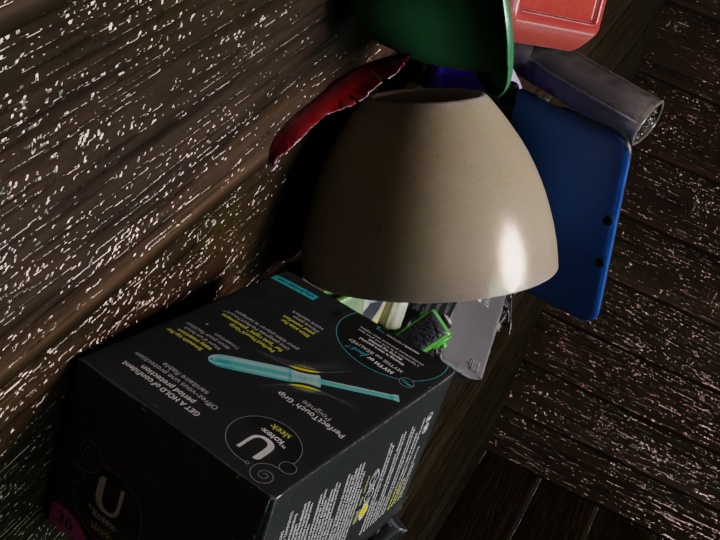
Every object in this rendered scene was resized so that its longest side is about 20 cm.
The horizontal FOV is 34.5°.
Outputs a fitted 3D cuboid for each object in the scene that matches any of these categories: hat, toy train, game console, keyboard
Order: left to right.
[{"bbox_3d":[0.000,-0.178,0.794,0.200,0.176,0.166,-117,-168,-80],"label":"hat"},{"bbox_3d":[0.003,0.102,1.102,0.200,0.042,0.056,-35,172,3],"label":"toy train"},{"bbox_3d":[0.126,0.023,1.238,0.104,0.040,0.200,36,65,-37],"label":"keyboard"},{"bbox_3d":[0.158,-0.086,0.995,0.171,0.118,0.200,-78,172,-47],"label":"game console"}]

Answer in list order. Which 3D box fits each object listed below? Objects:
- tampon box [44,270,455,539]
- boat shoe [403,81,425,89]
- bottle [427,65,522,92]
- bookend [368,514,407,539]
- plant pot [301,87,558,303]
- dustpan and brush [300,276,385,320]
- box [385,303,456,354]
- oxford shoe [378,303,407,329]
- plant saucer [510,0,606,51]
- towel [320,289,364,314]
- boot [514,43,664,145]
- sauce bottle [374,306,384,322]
[{"bbox_3d":[-0.065,0.109,0.726,0.200,0.150,0.127,-25,140,-53],"label":"tampon box"},{"bbox_3d":[0.067,-0.103,1.086,0.074,0.069,0.200,-62,167,-11],"label":"boat shoe"},{"bbox_3d":[0.123,-0.164,1.147,0.084,0.065,0.200,-66,158,-4],"label":"bottle"},{"bbox_3d":[-0.073,0.220,0.921,0.200,0.092,0.199,-36,161,-8],"label":"bookend"},{"bbox_3d":[0.050,-0.068,0.890,0.200,0.200,0.135,-36,126,-64],"label":"plant pot"},{"bbox_3d":[-0.003,0.025,0.966,0.200,0.057,0.140,-43,160,-21],"label":"dustpan and brush"},{"bbox_3d":[0.077,0.000,1.193,0.160,0.043,0.200,-75,-173,-52],"label":"box"},{"bbox_3d":[0.022,0.009,1.161,0.200,0.058,0.075,-72,179,-78],"label":"oxford shoe"},{"bbox_3d":[0.184,-0.302,1.051,0.200,0.037,0.200,-7,114,-52],"label":"plant saucer"},{"bbox_3d":[-0.068,0.099,0.917,0.149,0.031,0.200,-24,143,-29],"label":"towel"},{"bbox_3d":[0.223,-0.206,1.210,0.182,0.200,0.073,-41,152,-60],"label":"boot"},{"bbox_3d":[0.000,0.000,1.036,0.200,0.065,0.065,-69,166,12],"label":"sauce bottle"}]
